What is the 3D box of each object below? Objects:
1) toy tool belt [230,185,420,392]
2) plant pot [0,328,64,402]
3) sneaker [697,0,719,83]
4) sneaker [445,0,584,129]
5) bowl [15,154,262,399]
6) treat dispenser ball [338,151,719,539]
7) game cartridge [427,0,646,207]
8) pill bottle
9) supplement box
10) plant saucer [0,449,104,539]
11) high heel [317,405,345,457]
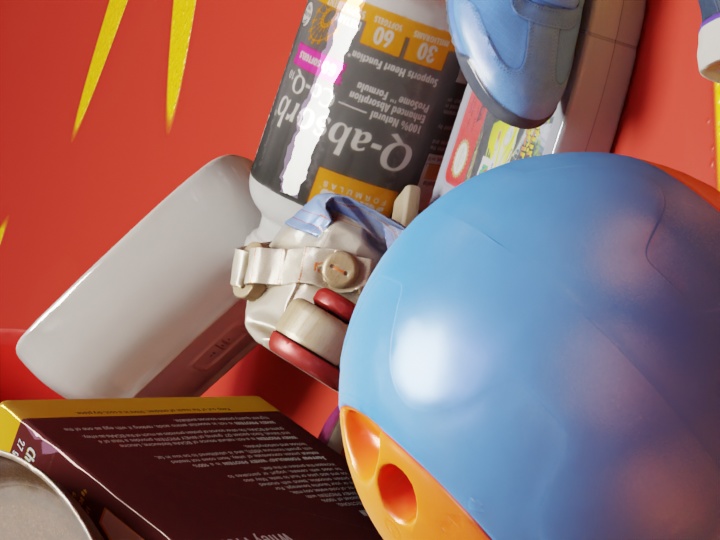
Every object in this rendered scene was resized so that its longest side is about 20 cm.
[{"bbox_3d":[0.000,0.000,1.119,0.123,0.125,0.200,-58,0,-3],"label":"toy tool belt"},{"bbox_3d":[-0.270,0.159,1.686,0.200,0.200,0.178,-135,51,-64],"label":"plant pot"},{"bbox_3d":[0.203,-0.165,0.887,0.200,0.080,0.147,159,118,-70],"label":"sneaker"},{"bbox_3d":[0.093,-0.172,1.088,0.078,0.066,0.200,-31,48,53],"label":"sneaker"},{"bbox_3d":[-0.114,0.024,1.392,0.200,0.075,0.200,-42,-12,3],"label":"bowl"},{"bbox_3d":[0.091,0.052,0.865,0.201,0.201,0.201,-46,37,50],"label":"treat dispenser ball"},{"bbox_3d":[0.094,-0.078,1.156,0.133,0.041,0.200,33,107,62],"label":"game cartridge"},{"bbox_3d":[0.001,-0.076,1.265,0.200,0.116,0.116,-71,23,11],"label":"pill bottle"},{"bbox_3d":[-0.077,0.170,1.107,0.200,0.197,0.133,32,108,37],"label":"supplement box"},{"bbox_3d":[-0.173,0.186,1.040,0.200,0.032,0.201,2,93,42],"label":"plant saucer"},{"bbox_3d":[-0.035,0.167,1.259,0.096,0.067,0.200,16,95,57],"label":"high heel"}]
